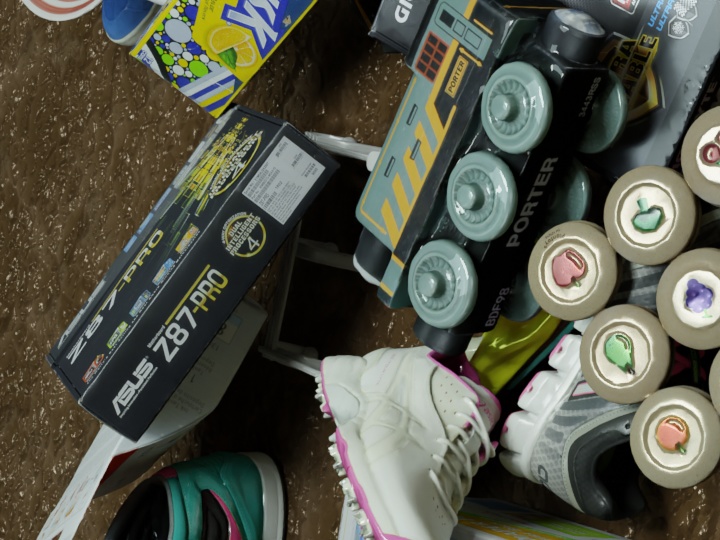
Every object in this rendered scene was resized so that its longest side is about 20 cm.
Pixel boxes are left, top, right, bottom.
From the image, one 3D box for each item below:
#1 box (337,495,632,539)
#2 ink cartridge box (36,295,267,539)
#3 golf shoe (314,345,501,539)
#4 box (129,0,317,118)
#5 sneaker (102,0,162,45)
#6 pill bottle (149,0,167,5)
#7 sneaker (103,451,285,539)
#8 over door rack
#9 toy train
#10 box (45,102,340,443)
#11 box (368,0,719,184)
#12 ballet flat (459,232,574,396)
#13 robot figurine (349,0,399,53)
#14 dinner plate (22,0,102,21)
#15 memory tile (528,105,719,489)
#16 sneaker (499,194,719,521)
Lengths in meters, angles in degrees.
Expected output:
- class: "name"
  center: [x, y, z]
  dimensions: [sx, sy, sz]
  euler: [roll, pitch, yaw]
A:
- class: "box"
  center: [0.084, 0.184, 1.346]
  dimensions: [0.200, 0.112, 0.102]
  euler: [11, 94, 52]
- class: "ink cartridge box"
  center: [-0.138, 0.116, 1.597]
  dimensions: [0.201, 0.047, 0.160]
  euler: [-63, 9, -23]
- class: "golf shoe"
  center: [0.031, 0.092, 1.320]
  dimensions: [0.200, 0.091, 0.076]
  euler: [-105, -4, -60]
- class: "box"
  center: [-0.059, -0.174, 1.524]
  dimensions: [0.200, 0.070, 0.064]
  euler: [-43, 14, 54]
- class: "sneaker"
  center: [-0.167, -0.254, 1.754]
  dimensions: [0.077, 0.111, 0.201]
  euler: [46, 120, 46]
- class: "pill bottle"
  center: [-0.086, -0.268, 1.649]
  dimensions: [0.112, 0.112, 0.201]
  euler: [35, 111, 50]
- class: "sneaker"
  center: [-0.108, 0.209, 1.591]
  dimensions: [0.083, 0.120, 0.201]
  euler: [-14, 73, 51]
- class: "over door rack"
  center: [0.000, 0.000, 1.511]
  dimensions: [0.200, 0.066, 0.148]
  euler: [-154, 73, -74]
- class: "toy train"
  center: [0.061, -0.058, 1.336]
  dimensions: [0.114, 0.085, 0.201]
  euler: [43, 123, 36]
- class: "box"
  center: [-0.102, -0.003, 1.526]
  dimensions: [0.200, 0.049, 0.161]
  euler: [-54, 14, -1]
- class: "box"
  center: [0.122, -0.169, 1.350]
  dimensions: [0.198, 0.050, 0.201]
  euler: [33, 113, 25]
- class: "ballet flat"
  center: [0.059, 0.055, 1.431]
  dimensions: [0.200, 0.067, 0.067]
  euler: [-55, 3, 29]
- class: "robot figurine"
  center: [0.046, -0.194, 1.499]
  dimensions: [0.200, 0.058, 0.146]
  euler: [17, 102, 53]
- class: "dinner plate"
  center: [-0.174, -0.258, 1.652]
  dimensions: [0.200, 0.024, 0.201]
  euler: [-11, 76, 53]
- class: "memory tile"
  center: [0.185, 0.000, 1.246]
  dimensions: [0.200, 0.017, 0.154]
  euler: [-38, 70, 22]
- class: "sneaker"
  center: [0.152, 0.046, 1.314]
  dimensions: [0.087, 0.074, 0.200]
  euler: [44, 113, 32]
